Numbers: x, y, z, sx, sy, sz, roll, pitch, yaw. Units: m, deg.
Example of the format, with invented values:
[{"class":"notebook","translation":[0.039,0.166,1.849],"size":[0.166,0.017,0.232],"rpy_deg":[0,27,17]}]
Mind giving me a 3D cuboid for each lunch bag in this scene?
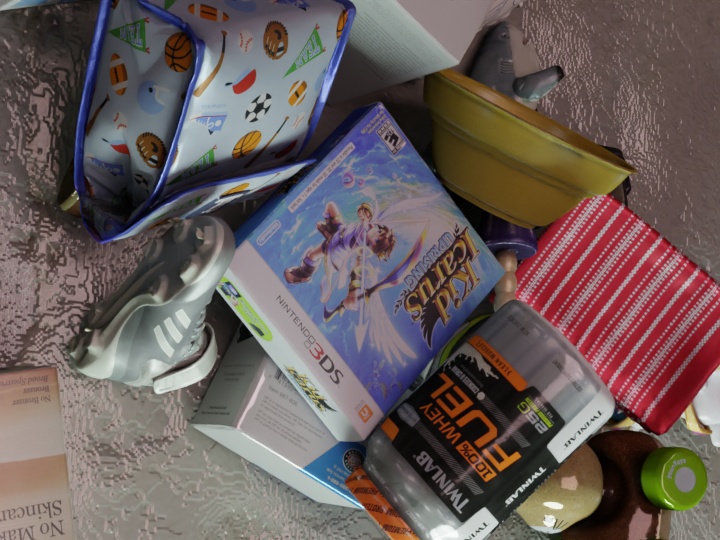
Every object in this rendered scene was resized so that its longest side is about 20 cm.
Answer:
[{"class":"lunch bag","translation":[-0.111,-0.117,1.100],"size":[0.124,0.201,0.169],"rpy_deg":[42,38,25]}]

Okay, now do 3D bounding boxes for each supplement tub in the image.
[{"class":"supplement tub","translation":[0.090,0.131,1.176],"size":[0.200,0.122,0.123],"rpy_deg":[-44,111,-3]}]

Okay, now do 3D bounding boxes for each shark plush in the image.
[{"class":"shark plush","translation":[0.095,-0.138,1.372],"size":[0.083,0.091,0.200],"rpy_deg":[44,79,5]}]

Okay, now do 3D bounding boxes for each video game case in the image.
[{"class":"video game case","translation":[0.000,0.000,1.196],"size":[0.200,0.045,0.182],"rpy_deg":[-47,110,-26]}]

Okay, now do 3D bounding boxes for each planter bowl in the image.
[{"class":"planter bowl","translation":[0.121,-0.091,1.241],"size":[0.199,0.200,0.084],"rpy_deg":[20,103,-30]}]

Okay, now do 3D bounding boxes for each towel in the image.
[{"class":"towel","translation":[0.231,0.035,1.333],"size":[0.199,0.022,0.145],"rpy_deg":[38,102,-2]}]

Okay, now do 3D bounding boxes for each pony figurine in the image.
[{"class":"pony figurine","translation":[0.334,0.089,1.431],"size":[0.197,0.167,0.196],"rpy_deg":[8,100,0]}]

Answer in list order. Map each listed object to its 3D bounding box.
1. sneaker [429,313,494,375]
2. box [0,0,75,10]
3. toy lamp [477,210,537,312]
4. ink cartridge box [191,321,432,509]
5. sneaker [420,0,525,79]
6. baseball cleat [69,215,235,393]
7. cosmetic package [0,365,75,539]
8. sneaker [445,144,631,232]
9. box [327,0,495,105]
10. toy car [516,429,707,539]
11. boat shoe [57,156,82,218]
[{"class":"sneaker","translation":[0.091,0.121,1.323],"size":[0.074,0.081,0.201],"rpy_deg":[44,66,-22]},{"class":"box","translation":[-0.194,-0.263,1.096],"size":[0.111,0.199,0.103],"rpy_deg":[-14,94,-32]},{"class":"toy lamp","translation":[0.124,0.035,1.291],"size":[0.058,0.058,0.203],"rpy_deg":[12,73,-31]},{"class":"ink cartridge box","translation":[-0.026,0.073,1.249],"size":[0.144,0.084,0.202],"rpy_deg":[35,70,-26]},{"class":"sneaker","translation":[0.111,-0.244,1.319],"size":[0.087,0.075,0.200],"rpy_deg":[14,123,-45]},{"class":"baseball cleat","translation":[-0.134,0.027,1.132],"size":[0.106,0.199,0.070],"rpy_deg":[24,50,-32]},{"class":"cosmetic package","translation":[-0.267,0.174,1.089],"size":[0.102,0.087,0.203],"rpy_deg":[-8,91,-33]},{"class":"sneaker","translation":[0.165,-0.070,1.364],"size":[0.197,0.114,0.077],"rpy_deg":[-16,95,-27]},{"class":"box","translation":[0.020,-0.226,1.229],"size":[0.097,0.199,0.125],"rpy_deg":[40,68,-23]},{"class":"toy car","translation":[0.173,0.206,1.332],"size":[0.198,0.164,0.160],"rpy_deg":[15,79,-21]},{"class":"boat shoe","translation":[-0.161,-0.115,1.183],"size":[0.067,0.072,0.201],"rpy_deg":[42,64,-21]}]
